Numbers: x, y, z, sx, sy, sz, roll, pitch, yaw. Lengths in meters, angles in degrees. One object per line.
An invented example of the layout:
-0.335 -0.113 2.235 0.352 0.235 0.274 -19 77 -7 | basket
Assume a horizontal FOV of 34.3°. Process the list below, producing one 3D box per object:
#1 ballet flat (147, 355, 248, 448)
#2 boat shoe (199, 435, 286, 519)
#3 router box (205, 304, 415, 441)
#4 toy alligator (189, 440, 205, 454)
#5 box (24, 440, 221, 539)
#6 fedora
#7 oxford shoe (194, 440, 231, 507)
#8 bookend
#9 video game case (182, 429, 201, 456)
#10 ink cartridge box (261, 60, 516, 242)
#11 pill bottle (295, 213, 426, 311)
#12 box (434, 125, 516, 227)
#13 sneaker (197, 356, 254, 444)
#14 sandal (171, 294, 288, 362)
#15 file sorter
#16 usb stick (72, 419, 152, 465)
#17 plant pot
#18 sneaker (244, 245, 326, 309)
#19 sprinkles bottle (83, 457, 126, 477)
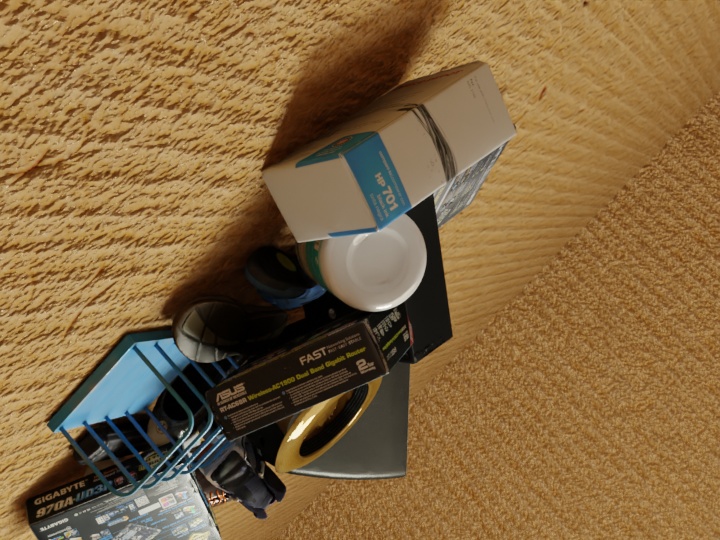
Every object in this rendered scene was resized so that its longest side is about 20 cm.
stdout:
-0.198 0.133 1.414 0.200 0.066 0.057 -53 167 7 | ballet flat
-0.144 0.254 1.442 0.075 0.093 0.200 -47 -174 -2 | boat shoe
-0.049 0.102 1.259 0.199 0.062 0.150 -25 -178 17 | router box
-0.192 0.212 1.710 0.200 0.059 0.055 -28 120 -63 | toy alligator
-0.288 0.309 1.437 0.199 0.046 0.159 -22 131 -6 | box
-0.057 0.159 1.429 0.200 0.082 0.201 -41 162 -17 | fedora
-0.215 0.293 1.569 0.200 0.072 0.071 -45 149 -43 | oxford shoe
0.000 0.000 1.469 0.092 0.198 0.201 -29 117 -48 | bookend
-0.315 0.307 1.705 0.200 0.026 0.181 -40 167 -15 | video game case
0.028 -0.115 1.127 0.200 0.086 0.146 -34 -164 -30 | ink cartridge box
-0.008 -0.025 1.267 0.111 0.111 0.200 -42 -163 -5 | pill bottle
0.115 -0.119 1.590 0.158 0.048 0.200 -36 165 -28 | box
-0.187 0.166 1.525 0.079 0.078 0.200 -34 157 -48 | sneaker
-0.151 0.055 1.306 0.082 0.055 0.200 -57 156 16 | sandal
-0.216 0.156 1.295 0.139 0.123 0.200 -46 168 13 | file sorter
-0.291 0.210 1.446 0.055 0.033 0.200 -38 169 10 | usb stick
-0.062 0.178 1.601 0.177 0.199 0.201 -6 104 -36 | plant pot
-0.093 0.019 1.358 0.078 0.066 0.200 -43 168 14 | sneaker
-0.303 0.299 1.550 0.068 0.068 0.200 -41 158 -8 | sprinkles bottle
